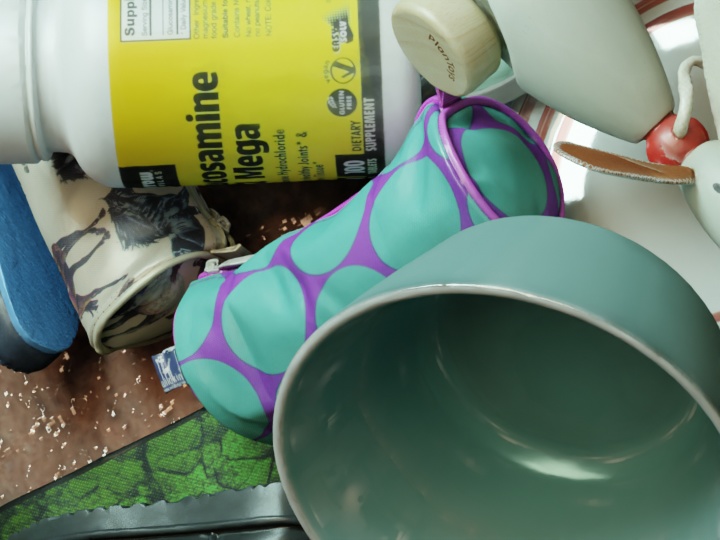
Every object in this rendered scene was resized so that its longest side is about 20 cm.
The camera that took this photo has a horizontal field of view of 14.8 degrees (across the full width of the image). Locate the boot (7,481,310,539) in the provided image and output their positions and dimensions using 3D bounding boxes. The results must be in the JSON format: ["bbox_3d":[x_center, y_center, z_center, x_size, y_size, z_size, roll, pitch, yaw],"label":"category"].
[{"bbox_3d":[-0.085,0.189,1.246,0.197,0.073,0.163,-13,65,28],"label":"boot"}]

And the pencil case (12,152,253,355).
[{"bbox_3d":[-0.126,-0.058,1.367,0.089,0.078,0.201,-27,64,0],"label":"pencil case"}]

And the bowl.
[{"bbox_3d":[0.075,0.057,1.136,0.200,0.202,0.105,0,35,23],"label":"bowl"}]

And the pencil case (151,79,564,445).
[{"bbox_3d":[0.000,0.000,1.244,0.200,0.085,0.093,-35,82,35],"label":"pencil case"}]

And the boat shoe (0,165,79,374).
[{"bbox_3d":[-0.192,-0.021,1.393,0.069,0.084,0.201,-35,46,17],"label":"boat shoe"}]

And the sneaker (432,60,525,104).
[{"bbox_3d":[0.072,-0.168,1.227,0.201,0.118,0.074,-50,42,15],"label":"sneaker"}]

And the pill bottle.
[{"bbox_3d":[-0.072,-0.095,1.277,0.199,0.113,0.113,-3,70,2],"label":"pill bottle"}]

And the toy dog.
[{"bbox_3d":[0.107,-0.091,1.126,0.199,0.096,0.132,22,68,14],"label":"toy dog"}]

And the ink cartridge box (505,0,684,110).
[{"bbox_3d":[0.069,-0.159,1.329,0.119,0.042,0.201,-38,64,20],"label":"ink cartridge box"}]

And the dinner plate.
[{"bbox_3d":[0.147,-0.049,1.212,0.199,0.024,0.201,-14,65,31],"label":"dinner plate"}]

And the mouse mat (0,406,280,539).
[{"bbox_3d":[-0.081,0.149,1.317,0.199,0.008,0.162,-27,64,14],"label":"mouse mat"}]
